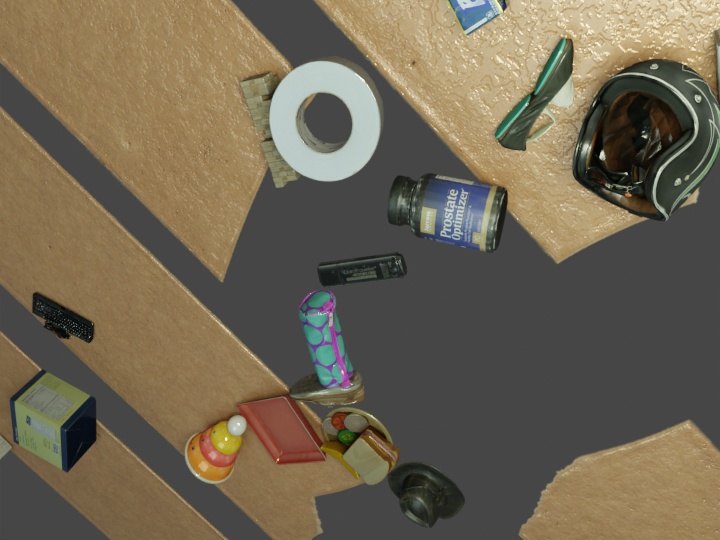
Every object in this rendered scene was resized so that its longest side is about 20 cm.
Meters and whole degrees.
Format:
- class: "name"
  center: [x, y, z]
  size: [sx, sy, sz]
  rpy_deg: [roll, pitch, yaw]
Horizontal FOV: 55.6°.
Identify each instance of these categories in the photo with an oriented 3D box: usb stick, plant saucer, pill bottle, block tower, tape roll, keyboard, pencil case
- class: "usb stick"
  center: [0.000, 0.000, 1.372]
  size: [0.195, 0.033, 0.057]
  rpy_deg: [-7, 109, 29]
- class: "plant saucer"
  center: [-0.189, 0.388, 1.684]
  size: [0.196, 0.037, 0.203]
  rpy_deg: [-17, 112, 41]
- class: "pill bottle"
  center: [0.150, -0.105, 1.185]
  size: [0.194, 0.112, 0.115]
  rpy_deg: [12, 125, 17]
- class: "block tower"
  center: [-0.157, -0.262, 1.270]
  size: [0.056, 0.054, 0.205]
  rpy_deg: [-2, 119, 27]
- class: "tape roll"
  center: [-0.057, -0.263, 1.186]
  size: [0.194, 0.067, 0.206]
  rpy_deg: [3, 115, 7]
- class: "keyboard"
  center: [-0.809, 0.144, 1.839]
  size: [0.196, 0.040, 0.106]
  rpy_deg: [25, 126, 10]
- class: "pencil case"
  center: [-0.073, 0.150, 1.464]
  size: [0.091, 0.084, 0.205]
  rpy_deg: [20, 133, 48]

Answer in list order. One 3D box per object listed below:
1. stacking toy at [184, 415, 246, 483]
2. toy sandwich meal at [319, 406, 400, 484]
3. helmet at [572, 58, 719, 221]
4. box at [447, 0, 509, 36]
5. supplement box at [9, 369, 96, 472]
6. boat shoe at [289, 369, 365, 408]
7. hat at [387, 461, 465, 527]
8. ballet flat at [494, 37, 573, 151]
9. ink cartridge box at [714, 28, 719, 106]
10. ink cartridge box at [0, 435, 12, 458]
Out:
- class: "stacking toy"
  center: [-0.348, 0.433, 1.748]
  size: [0.145, 0.147, 0.201]
  rpy_deg: [39, 119, -3]
- class: "toy sandwich meal"
  center: [-0.008, 0.414, 1.605]
  size: [0.199, 0.071, 0.210]
  rpy_deg: [12, 124, 18]
- class: "helmet"
  center: [0.408, -0.189, 0.960]
  size: [0.196, 0.200, 0.195]
  rpy_deg: [27, 94, 7]
- class: "box"
  center: [0.141, -0.458, 1.002]
  size: [0.069, 0.065, 0.203]
  rpy_deg: [-22, 108, 33]
- class: "supplement box"
  center: [-0.897, 0.440, 2.002]
  size: [0.196, 0.135, 0.204]
  rpy_deg: [25, 127, 9]
- class: "boat shoe"
  center: [-0.076, 0.282, 1.556]
  size: [0.195, 0.076, 0.073]
  rpy_deg: [-10, 118, 31]
- class: "hat"
  center: [0.147, 0.542, 1.593]
  size: [0.195, 0.082, 0.205]
  rpy_deg: [11, 130, 13]
- class: "ballet flat"
  center: [0.285, -0.264, 1.059]
  size: [0.067, 0.069, 0.201]
  rpy_deg: [27, 138, -6]
- class: "ink cartridge box"
  center: [0.565, -0.234, 0.925]
  size: [0.142, 0.088, 0.204]
  rpy_deg: [-6, 118, 27]
- class: "ink cartridge box"
  center: [-1.290, 0.577, 2.264]
  size: [0.082, 0.148, 0.201]
  rpy_deg: [-32, 104, 35]
